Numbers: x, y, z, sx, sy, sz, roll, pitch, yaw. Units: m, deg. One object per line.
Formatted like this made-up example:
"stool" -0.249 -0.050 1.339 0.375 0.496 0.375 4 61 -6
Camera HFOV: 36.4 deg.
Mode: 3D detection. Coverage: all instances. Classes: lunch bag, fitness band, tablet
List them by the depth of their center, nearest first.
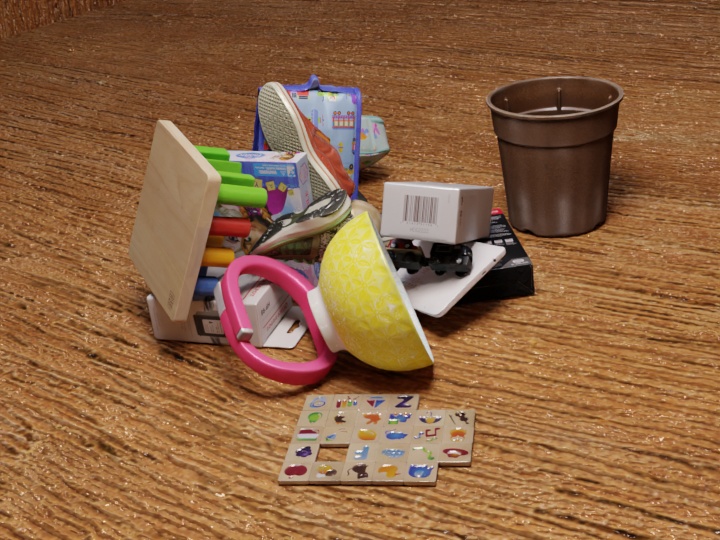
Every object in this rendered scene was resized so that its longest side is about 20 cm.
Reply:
"fitness band" -0.102 0.058 1.348 0.143 0.037 0.200 10 38 -30
"tablet" 0.095 0.000 1.457 0.130 0.014 0.200 -43 26 -15
"lunch bag" -0.078 -0.181 1.580 0.150 0.201 0.094 0 25 -17
"lunch bag" -0.066 -0.209 1.874 0.199 0.077 0.160 -5 -9 -28

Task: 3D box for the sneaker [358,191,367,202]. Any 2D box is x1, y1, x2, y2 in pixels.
"sneaker" -0.032 -0.132 1.793 0.080 0.074 0.200 -16 27 -24

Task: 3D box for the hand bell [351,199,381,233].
"hand bell" 0.000 0.000 1.495 0.104 0.104 0.200 -9 37 -6

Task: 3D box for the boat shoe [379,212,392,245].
"boat shoe" 0.081 -0.082 1.656 0.199 0.062 0.075 -15 5 -17

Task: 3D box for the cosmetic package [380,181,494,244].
"cosmetic package" 0.104 -0.078 1.437 0.101 0.071 0.200 7 7 19

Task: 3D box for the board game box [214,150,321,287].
"board game box" -0.159 -0.069 1.542 0.199 0.200 0.041 3 28 21

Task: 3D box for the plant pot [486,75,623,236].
"plant pot" 0.294 -0.168 1.644 0.200 0.199 0.200 -6 24 3

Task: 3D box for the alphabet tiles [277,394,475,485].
"alphabet tiles" 0.024 0.181 1.194 0.199 0.008 0.167 -1 25 10

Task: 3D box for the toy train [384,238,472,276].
"toy train" 0.052 -0.021 1.421 0.199 0.034 0.046 3 54 27

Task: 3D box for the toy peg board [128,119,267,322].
"toy peg board" -0.209 -0.064 1.421 0.098 0.200 0.200 3 25 -31

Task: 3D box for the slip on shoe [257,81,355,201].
"slip on shoe" -0.075 -0.172 1.516 0.074 0.200 0.061 -28 8 47

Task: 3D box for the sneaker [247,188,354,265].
"sneaker" -0.071 -0.030 1.423 0.200 0.089 0.077 -22 22 44

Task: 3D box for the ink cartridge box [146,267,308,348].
"ink cartridge box" -0.166 0.043 1.460 0.199 0.067 0.116 3 27 18

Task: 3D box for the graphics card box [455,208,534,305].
"graphics card box" 0.161 -0.022 1.538 0.125 0.051 0.200 -9 25 -3

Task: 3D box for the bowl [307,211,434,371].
"bowl" 0.001 0.041 1.308 0.107 0.200 0.200 -24 25 4
